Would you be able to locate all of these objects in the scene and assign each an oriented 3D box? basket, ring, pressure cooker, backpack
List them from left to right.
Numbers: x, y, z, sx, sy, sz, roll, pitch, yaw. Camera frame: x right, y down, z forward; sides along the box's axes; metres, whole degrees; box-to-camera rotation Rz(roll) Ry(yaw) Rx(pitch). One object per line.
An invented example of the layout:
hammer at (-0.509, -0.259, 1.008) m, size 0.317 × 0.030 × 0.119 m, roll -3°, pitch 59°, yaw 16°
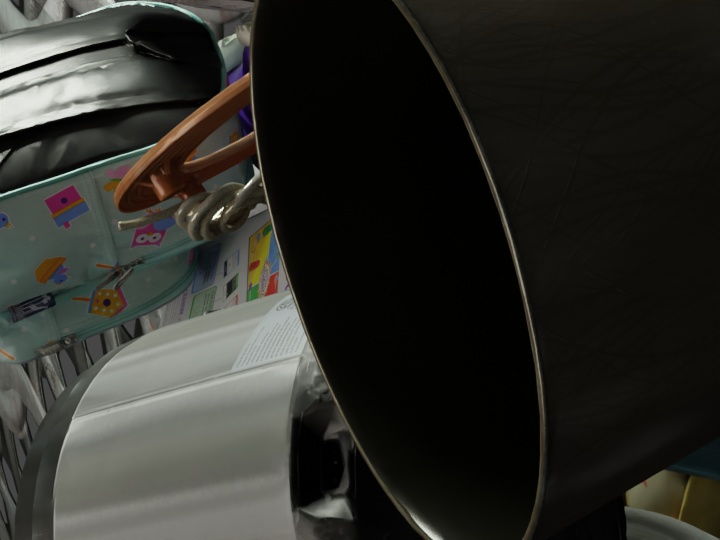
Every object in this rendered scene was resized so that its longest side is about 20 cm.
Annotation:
backpack at (-0.157, -0.057, 0.926) m, size 0.176 × 0.200 × 0.154 m, roll -121°, pitch 8°, yaw -52°
pressure cooker at (-0.025, 0.093, 0.614) m, size 0.200 × 0.176 × 0.179 m, roll -17°, pitch 77°, yaw 36°
ring at (-0.023, -0.078, 0.756) m, size 0.019 × 0.200 × 0.200 m, roll 58°, pitch 157°, yaw 2°
basket at (0.091, -0.029, 0.493) m, size 0.181 × 0.200 × 0.136 m, roll 67°, pitch 154°, yaw 16°

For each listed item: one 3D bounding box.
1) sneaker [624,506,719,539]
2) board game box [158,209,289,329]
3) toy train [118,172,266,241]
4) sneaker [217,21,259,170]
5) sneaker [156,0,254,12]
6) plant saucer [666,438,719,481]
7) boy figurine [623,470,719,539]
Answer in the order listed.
sneaker at (0.118, 0.147, 0.619) m, size 0.200 × 0.082 × 0.074 m, roll 13°, pitch 126°, yaw 35°
board game box at (-0.041, 0.036, 0.889) m, size 0.200 × 0.040 × 0.153 m, roll -23°, pitch 49°, yaw 45°
toy train at (0.000, 0.000, 0.752) m, size 0.085 × 0.200 × 0.116 m, roll -7°, pitch 104°, yaw 66°
sneaker at (-0.033, -0.097, 0.954) m, size 0.100 × 0.069 × 0.200 m, roll 69°, pitch 163°, yaw -6°
sneaker at (-0.054, -0.192, 0.854) m, size 0.200 × 0.075 × 0.115 m, roll 8°, pitch 94°, yaw 42°
plant saucer at (0.086, 0.035, 0.633) m, size 0.200 × 0.019 × 0.070 m, roll 9°, pitch 117°, yaw 39°
boy figurine at (0.117, 0.027, 0.664) m, size 0.124 × 0.064 × 0.201 m, roll 25°, pitch 126°, yaw 51°
